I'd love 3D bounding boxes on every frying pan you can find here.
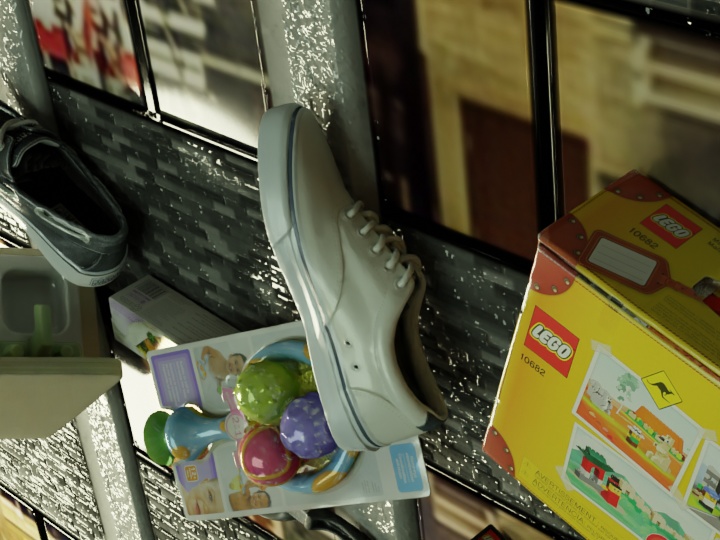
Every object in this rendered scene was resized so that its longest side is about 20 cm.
[{"bbox_3d":[-0.052,0.159,1.080,0.191,0.031,0.115,55,147,9],"label":"frying pan"}]

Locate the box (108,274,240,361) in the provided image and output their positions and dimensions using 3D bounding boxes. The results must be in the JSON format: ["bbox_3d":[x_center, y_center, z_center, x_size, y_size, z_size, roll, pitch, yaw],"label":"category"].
[{"bbox_3d":[-0.094,0.064,1.043,0.199,0.041,0.039,28,136,35],"label":"box"}]

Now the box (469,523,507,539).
[{"bbox_3d":[0.089,0.265,0.969,0.137,0.040,0.201,45,144,20],"label":"box"}]

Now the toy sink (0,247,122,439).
[{"bbox_3d":[-0.269,0.050,1.149,0.200,0.129,0.113,-36,58,58],"label":"toy sink"}]

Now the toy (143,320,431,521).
[{"bbox_3d":[-0.059,0.095,0.950,0.199,0.047,0.116,-12,92,39],"label":"toy"}]

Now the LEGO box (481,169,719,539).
[{"bbox_3d":[0.161,0.076,0.698,0.200,0.077,0.150,39,141,26],"label":"LEGO box"}]

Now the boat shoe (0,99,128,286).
[{"bbox_3d":[-0.237,-0.076,1.088,0.200,0.072,0.068,46,146,13],"label":"boat shoe"}]

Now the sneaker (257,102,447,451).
[{"bbox_3d":[0.000,0.000,0.864,0.070,0.073,0.202,-14,100,21],"label":"sneaker"}]
